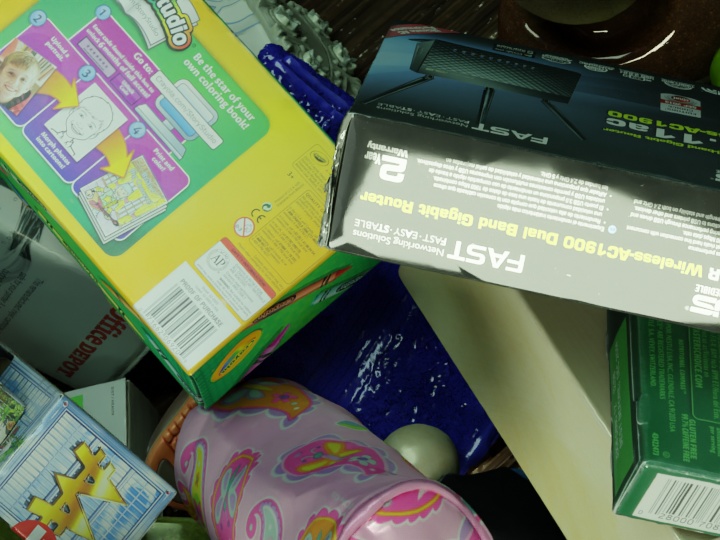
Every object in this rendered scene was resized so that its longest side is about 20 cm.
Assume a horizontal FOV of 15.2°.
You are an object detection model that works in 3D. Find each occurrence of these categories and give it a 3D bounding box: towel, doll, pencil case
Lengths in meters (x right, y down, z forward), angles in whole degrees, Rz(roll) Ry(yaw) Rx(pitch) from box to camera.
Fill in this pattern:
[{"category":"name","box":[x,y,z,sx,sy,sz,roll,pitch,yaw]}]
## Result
[{"category":"towel","box":[0.000,0.000,1.275,0.199,0.050,0.148,35,71,-7]},{"category":"doll","box":[0.072,0.140,1.191,0.136,0.049,0.200,-23,55,-29]},{"category":"pencil case","box":[-0.013,0.107,1.158,0.087,0.088,0.200,-44,25,-9]}]

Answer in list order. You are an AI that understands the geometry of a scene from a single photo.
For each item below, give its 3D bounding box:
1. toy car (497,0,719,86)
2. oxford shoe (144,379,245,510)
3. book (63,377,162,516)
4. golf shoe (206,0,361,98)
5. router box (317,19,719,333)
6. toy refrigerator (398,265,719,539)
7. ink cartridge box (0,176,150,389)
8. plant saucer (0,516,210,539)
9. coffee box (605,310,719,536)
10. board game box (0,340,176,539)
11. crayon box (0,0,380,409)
[{"category":"toy car","box":[0.123,-0.168,1.308,0.157,0.200,0.165,-23,52,8]},{"category":"oxford shoe","box":[-0.039,0.037,1.340,0.200,0.071,0.073,-45,32,-14]},{"category":"book","box":[-0.197,0.141,1.345,0.199,0.048,0.134,-13,56,17]},{"category":"golf shoe","box":[-0.070,-0.118,1.457,0.097,0.078,0.200,-47,45,11]},{"category":"router box","box":[0.092,-0.040,1.126,0.198,0.063,0.150,11,21,4]},{"category":"toy refrigerator","box":[0.103,0.053,1.196,0.076,0.070,0.201,-14,60,-35]},{"category":"ink cartridge box","box":[-0.183,-0.032,1.333,0.199,0.147,0.083,29,63,-11]},{"category":"plant saucer","box":[-0.090,0.159,1.196,0.198,0.200,0.048,3,101,-3]},{"category":"coffee box","box":[0.204,0.066,1.144,0.198,0.044,0.124,11,48,-10]},{"category":"board game box","box":[-0.178,0.056,1.209,0.062,0.200,0.200,-50,40,-7]},{"category":"crayon box","box":[-0.091,-0.053,1.219,0.119,0.058,0.200,-39,75,-10]}]
